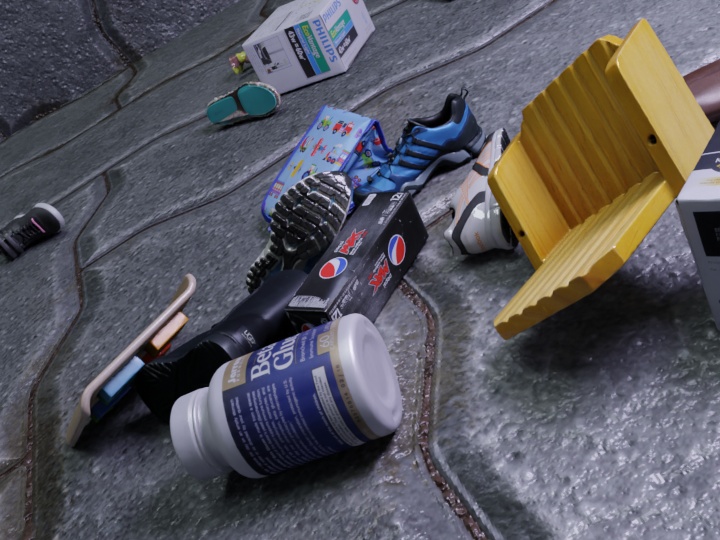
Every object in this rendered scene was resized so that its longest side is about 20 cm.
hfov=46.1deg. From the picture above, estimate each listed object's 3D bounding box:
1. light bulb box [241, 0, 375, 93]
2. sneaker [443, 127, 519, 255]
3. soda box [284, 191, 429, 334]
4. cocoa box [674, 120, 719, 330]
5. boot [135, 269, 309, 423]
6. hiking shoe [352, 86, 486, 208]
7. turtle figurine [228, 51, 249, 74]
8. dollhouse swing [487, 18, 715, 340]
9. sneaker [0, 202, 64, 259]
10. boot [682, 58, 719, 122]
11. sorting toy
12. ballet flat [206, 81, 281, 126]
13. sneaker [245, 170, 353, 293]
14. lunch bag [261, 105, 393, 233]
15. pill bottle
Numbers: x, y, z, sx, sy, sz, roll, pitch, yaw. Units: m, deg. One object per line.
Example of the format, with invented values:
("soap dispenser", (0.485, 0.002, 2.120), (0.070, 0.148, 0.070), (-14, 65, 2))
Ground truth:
("light bulb box", (-0.102, -0.477, 1.732), (0.197, 0.126, 0.199), (-10, 34, 31))
("sneaker", (0.137, -0.092, 0.957), (0.079, 0.074, 0.201), (-17, 31, 27))
("soda box", (0.000, 0.000, 0.941), (0.063, 0.071, 0.201), (3, 43, 38))
("cocoa box", (0.356, -0.042, 0.605), (0.198, 0.134, 0.132), (1, 41, 44))
("boot", (-0.144, 0.083, 0.953), (0.199, 0.077, 0.168), (-32, 5, 42))
("hiking shoe", (0.065, -0.155, 1.107), (0.198, 0.087, 0.074), (-33, 29, -4))
("turtle figurine", (-0.229, -0.518, 1.978), (0.159, 0.065, 0.201), (-24, 29, 12))
("dollhouse swing", (0.168, -0.072, 0.728), (0.174, 0.184, 0.200), (-25, -9, -30))
("sneaker", (-0.673, -0.072, 1.705), (0.198, 0.071, 0.100), (-11, 36, 43))
("boot", (0.324, -0.148, 0.888), (0.197, 0.065, 0.188), (-18, 33, 13))
("sorting toy", (-0.267, 0.112, 0.997), (0.201, 0.036, 0.185), (-54, 5, -32))
("ballet flat", (-0.227, -0.340, 1.697), (0.197, 0.077, 0.064), (-3, 22, 35))
("sneaker", (-0.068, -0.046, 1.013), (0.201, 0.078, 0.090), (-52, -3, 33))
("lunch bag", (-0.058, -0.124, 1.191), (0.200, 0.094, 0.150), (-47, 34, -9))
("pill bottle", (-0.071, 0.123, 0.774), (0.197, 0.112, 0.112), (-22, 29, 16))
